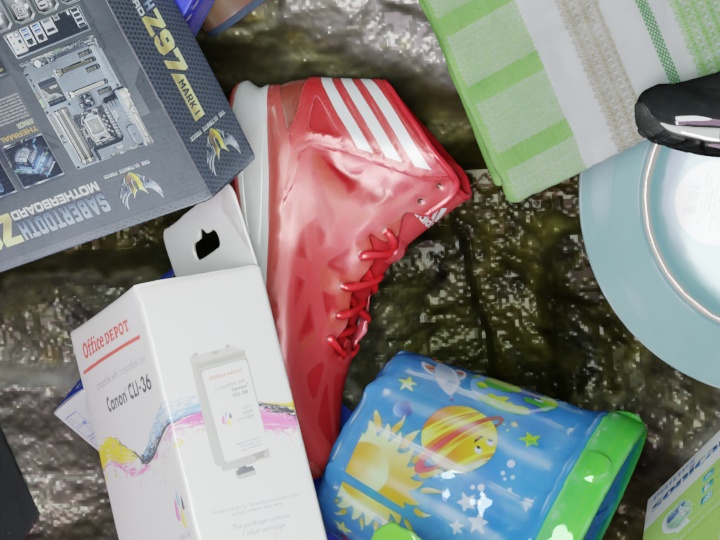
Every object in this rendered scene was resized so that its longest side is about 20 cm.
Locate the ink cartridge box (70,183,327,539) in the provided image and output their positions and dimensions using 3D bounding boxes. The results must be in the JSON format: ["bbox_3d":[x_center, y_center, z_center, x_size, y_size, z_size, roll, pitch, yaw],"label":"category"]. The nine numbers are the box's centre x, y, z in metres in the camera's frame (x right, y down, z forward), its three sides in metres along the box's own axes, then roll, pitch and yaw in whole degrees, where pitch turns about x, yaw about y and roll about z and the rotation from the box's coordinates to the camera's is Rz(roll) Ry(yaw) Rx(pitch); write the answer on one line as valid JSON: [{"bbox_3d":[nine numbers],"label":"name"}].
[{"bbox_3d":[-0.081,0.069,1.429,0.067,0.116,0.200,-10,81,-24],"label":"ink cartridge box"}]

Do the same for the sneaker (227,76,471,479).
[{"bbox_3d":[0.000,0.000,1.476,0.115,0.078,0.200,-7,93,8],"label":"sneaker"}]

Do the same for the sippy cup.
[{"bbox_3d":[0.053,0.108,1.465,0.130,0.178,0.140,26,79,9],"label":"sippy cup"}]

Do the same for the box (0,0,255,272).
[{"bbox_3d":[-0.169,-0.084,1.432,0.200,0.051,0.158,-18,106,35],"label":"box"}]

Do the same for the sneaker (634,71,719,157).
[{"bbox_3d":[0.223,-0.097,1.394,0.200,0.076,0.088,-2,91,-9],"label":"sneaker"}]

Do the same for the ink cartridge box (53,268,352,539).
[{"bbox_3d":[-0.049,0.098,1.529,0.200,0.094,0.044,42,148,-8],"label":"ink cartridge box"}]

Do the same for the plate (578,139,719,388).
[{"bbox_3d":[0.204,-0.036,1.450,0.200,0.026,0.200,1,96,7],"label":"plate"}]

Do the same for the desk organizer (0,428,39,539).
[{"bbox_3d":[-0.248,0.067,1.563,0.077,0.072,0.200,-16,108,17],"label":"desk organizer"}]

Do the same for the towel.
[{"bbox_3d":[0.130,-0.134,1.390,0.200,0.031,0.149,-26,121,-2],"label":"towel"}]

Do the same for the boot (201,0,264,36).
[{"bbox_3d":[-0.034,-0.205,1.422,0.200,0.075,0.097,-39,104,22],"label":"boot"}]

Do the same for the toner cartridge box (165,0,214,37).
[{"bbox_3d":[-0.131,-0.123,1.449,0.095,0.043,0.200,38,128,6],"label":"toner cartridge box"}]

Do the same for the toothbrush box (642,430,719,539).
[{"bbox_3d":[0.214,0.173,1.463,0.146,0.200,0.086,40,112,-8],"label":"toothbrush box"}]
